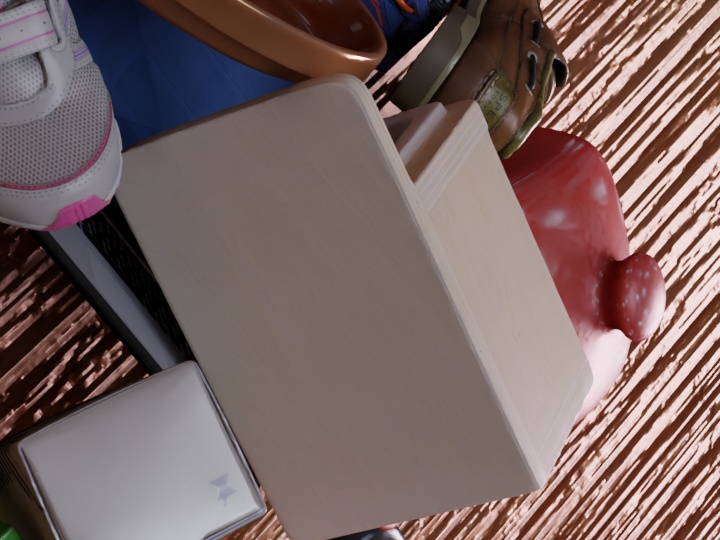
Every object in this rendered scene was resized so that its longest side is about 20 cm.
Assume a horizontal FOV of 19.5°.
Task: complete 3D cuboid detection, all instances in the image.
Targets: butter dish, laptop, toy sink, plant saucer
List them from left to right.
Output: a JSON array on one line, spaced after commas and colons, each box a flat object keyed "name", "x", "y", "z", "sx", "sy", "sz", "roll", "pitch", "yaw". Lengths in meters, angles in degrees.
[{"name": "plant saucer", "x": -0.077, "y": -0.142, "z": 0.901, "sx": 0.200, "sy": 0.200, "sz": 0.032, "roll": 23, "pitch": 111, "yaw": -42}, {"name": "laptop", "x": -0.073, "y": -0.041, "z": 0.964, "sx": 0.116, "sy": 0.200, "sz": 0.188, "roll": -34, "pitch": 123, "yaw": 5}, {"name": "toy sink", "x": 0.000, "y": 0.000, "z": 0.929, "sx": 0.201, "sy": 0.130, "sz": 0.112, "roll": 64, "pitch": 30, "yaw": -17}, {"name": "butter dish", "x": 0.084, "y": 0.012, "z": 1.069, "sx": 0.200, "sy": 0.147, "sz": 0.201, "roll": -32, "pitch": 117, "yaw": -53}]

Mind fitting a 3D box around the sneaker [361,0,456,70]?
[{"name": "sneaker", "x": 0.019, "y": -0.146, "z": 1.000, "sx": 0.079, "sy": 0.075, "sz": 0.200, "roll": -61, "pitch": 170, "yaw": -9}]

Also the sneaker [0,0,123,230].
[{"name": "sneaker", "x": -0.158, "y": -0.108, "z": 0.828, "sx": 0.081, "sy": 0.088, "sz": 0.201, "roll": -27, "pitch": 75, "yaw": -15}]

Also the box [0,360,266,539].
[{"name": "box", "x": -0.108, "y": 0.089, "z": 0.877, "sx": 0.082, "sy": 0.200, "sz": 0.069, "roll": -25, "pitch": 90, "yaw": -18}]

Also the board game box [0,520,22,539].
[{"name": "board game box", "x": -0.147, "y": 0.170, "z": 0.896, "sx": 0.040, "sy": 0.153, "sz": 0.200, "roll": -45, "pitch": 124, "yaw": -22}]

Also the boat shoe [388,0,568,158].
[{"name": "boat shoe", "x": 0.065, "y": -0.100, "z": 1.051, "sx": 0.068, "sy": 0.072, "sz": 0.200, "roll": 36, "pitch": 25, "yaw": -2}]

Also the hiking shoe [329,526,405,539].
[{"name": "hiking shoe", "x": 0.022, "y": 0.224, "z": 1.093, "sx": 0.075, "sy": 0.100, "sz": 0.201, "roll": -12, "pitch": 104, "yaw": -41}]
